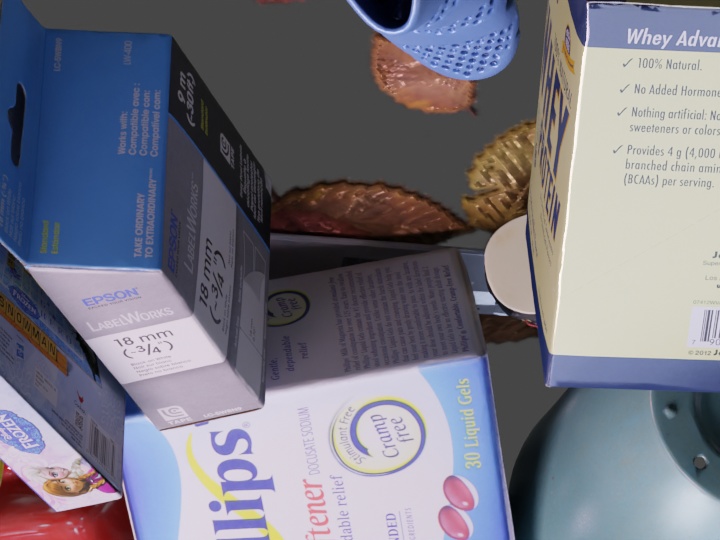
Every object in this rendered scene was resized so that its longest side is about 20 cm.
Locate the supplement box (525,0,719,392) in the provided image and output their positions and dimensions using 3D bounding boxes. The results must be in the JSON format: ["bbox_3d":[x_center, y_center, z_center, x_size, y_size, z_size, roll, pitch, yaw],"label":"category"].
[{"bbox_3d":[0.184,-0.062,1.304,0.199,0.134,0.200,2,123,-3],"label":"supplement box"}]

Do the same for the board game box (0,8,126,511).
[{"bbox_3d":[-0.172,-0.017,1.371,0.041,0.200,0.200,-13,143,19],"label":"board game box"}]

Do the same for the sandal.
[{"bbox_3d":[0.013,-0.139,1.293,0.079,0.087,0.200,-19,144,23],"label":"sandal"}]

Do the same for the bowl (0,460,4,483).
[{"bbox_3d":[-0.277,0.043,1.526,0.200,0.108,0.200,12,163,4],"label":"bowl"}]

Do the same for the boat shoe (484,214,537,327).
[{"bbox_3d":[0.165,-0.014,1.502,0.201,0.074,0.063,-10,171,4],"label":"boat shoe"}]

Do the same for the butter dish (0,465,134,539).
[{"bbox_3d":[-0.190,0.164,1.707,0.200,0.148,0.199,-15,-173,22],"label":"butter dish"}]

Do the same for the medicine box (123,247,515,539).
[{"bbox_3d":[-0.026,0.104,1.541,0.199,0.103,0.183,-10,125,-1],"label":"medicine box"}]

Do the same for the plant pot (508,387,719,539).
[{"bbox_3d":[0.196,0.109,1.549,0.200,0.201,0.161,6,150,-10],"label":"plant pot"}]

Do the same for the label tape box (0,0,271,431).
[{"bbox_3d":[-0.109,-0.034,1.395,0.063,0.145,0.200,-12,145,17],"label":"label tape box"}]

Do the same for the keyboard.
[{"bbox_3d":[0.000,0.000,1.570,0.199,0.011,0.056,4,141,-6],"label":"keyboard"}]
